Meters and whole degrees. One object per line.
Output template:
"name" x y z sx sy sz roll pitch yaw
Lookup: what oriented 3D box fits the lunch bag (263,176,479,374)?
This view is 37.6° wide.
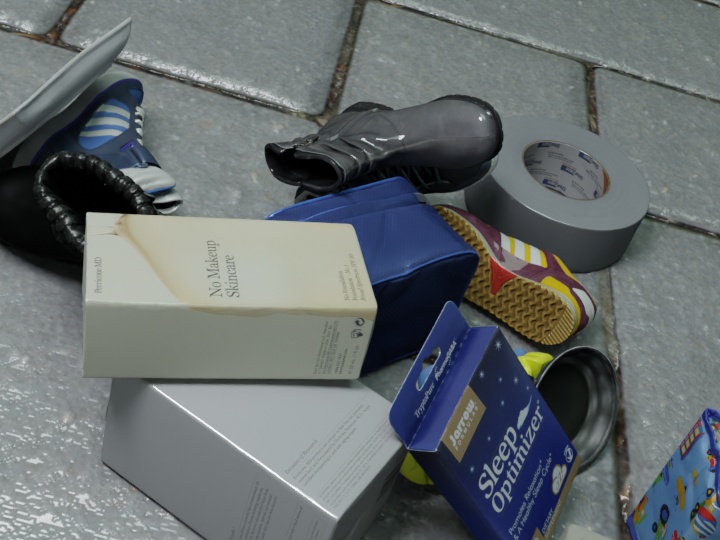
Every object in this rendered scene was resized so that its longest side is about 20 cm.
"lunch bag" 0.000 0.000 0.957 0.199 0.136 0.132 -18 53 -37

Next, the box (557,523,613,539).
"box" 0.164 0.297 0.714 0.127 0.109 0.200 22 41 4

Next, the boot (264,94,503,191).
"boot" 0.019 -0.105 0.952 0.199 0.070 0.131 2 25 43

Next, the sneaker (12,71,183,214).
"sneaker" -0.228 -0.108 1.042 0.146 0.081 0.200 32 38 2

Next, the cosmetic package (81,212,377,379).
"cosmetic package" -0.098 0.019 0.762 0.199 0.073 0.104 2 39 -17

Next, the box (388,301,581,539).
"box" 0.101 0.132 0.812 0.032 0.200 0.121 -6 41 42

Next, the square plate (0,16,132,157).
"square plate" -0.312 -0.142 0.983 0.028 0.198 0.200 51 38 -17

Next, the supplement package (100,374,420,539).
"supplement package" -0.079 0.128 0.798 0.200 0.122 0.120 33 43 15

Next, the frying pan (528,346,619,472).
"frying pan" 0.153 0.120 0.905 0.189 0.116 0.031 3 6 -36

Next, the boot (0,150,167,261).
"boot" -0.244 -0.051 0.872 0.210 0.158 0.080 14 83 10

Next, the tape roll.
"tape roll" 0.220 -0.089 1.193 0.199 0.066 0.201 10 42 -9

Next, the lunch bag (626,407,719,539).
"lunch bag" 0.337 0.213 0.841 0.199 0.151 0.094 15 41 -4

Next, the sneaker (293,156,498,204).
"sneaker" 0.028 -0.082 1.055 0.202 0.077 0.146 -6 26 33

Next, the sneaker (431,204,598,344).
"sneaker" 0.148 0.000 1.074 0.200 0.075 0.090 41 30 21

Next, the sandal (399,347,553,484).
"sandal" 0.081 0.115 0.918 0.087 0.080 0.200 30 35 30
